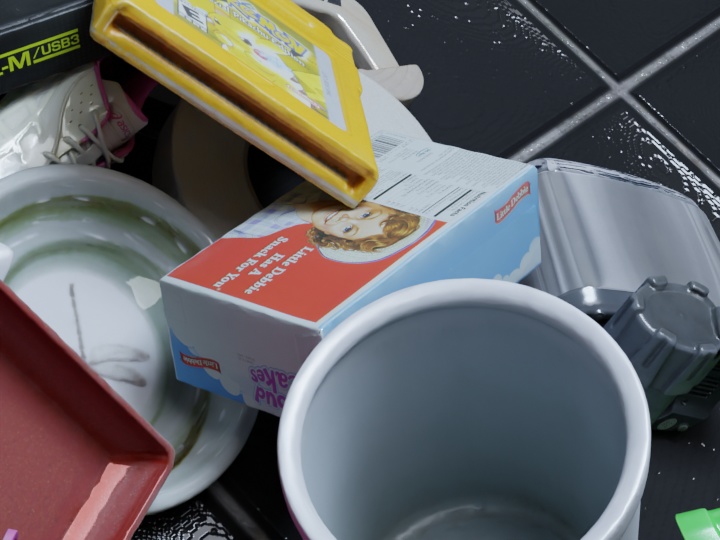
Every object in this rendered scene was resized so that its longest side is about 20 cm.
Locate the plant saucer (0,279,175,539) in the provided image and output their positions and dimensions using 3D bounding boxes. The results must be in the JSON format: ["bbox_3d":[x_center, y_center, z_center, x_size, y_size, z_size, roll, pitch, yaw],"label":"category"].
[{"bbox_3d":[-0.197,0.113,0.765,0.037,0.200,0.201,10,60,41],"label":"plant saucer"}]

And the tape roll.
[{"bbox_3d":[-0.031,-0.047,1.043,0.201,0.037,0.204,15,54,-23],"label":"tape roll"}]

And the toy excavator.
[{"bbox_3d":[-0.056,-0.202,1.146,0.199,0.100,0.196,12,51,-27],"label":"toy excavator"}]

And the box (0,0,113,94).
[{"bbox_3d":[-0.264,-0.162,0.981,0.192,0.048,0.200,-22,45,-25],"label":"box"}]

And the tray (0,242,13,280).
[{"bbox_3d":[-0.260,0.057,0.821,0.107,0.022,0.201,23,77,1],"label":"tray"}]

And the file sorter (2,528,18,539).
[{"bbox_3d":[-0.075,0.206,0.691,0.198,0.126,0.140,15,46,-4],"label":"file sorter"}]

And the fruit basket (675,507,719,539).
[{"bbox_3d":[0.216,0.235,0.913,0.214,0.156,0.217,-7,68,19],"label":"fruit basket"}]

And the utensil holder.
[{"bbox_3d":[0.057,0.132,0.822,0.168,0.201,0.171,-4,52,6],"label":"utensil holder"}]

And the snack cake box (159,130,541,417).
[{"bbox_3d":[0.000,0.000,0.921,0.114,0.068,0.200,17,38,35],"label":"snack cake box"}]

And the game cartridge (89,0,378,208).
[{"bbox_3d":[-0.071,-0.134,0.961,0.176,0.032,0.200,33,23,-21],"label":"game cartridge"}]

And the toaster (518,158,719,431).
[{"bbox_3d":[0.149,0.014,1.043,0.199,0.114,0.130,12,45,-27],"label":"toaster"}]

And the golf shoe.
[{"bbox_3d":[-0.178,-0.072,0.965,0.091,0.075,0.201,2,55,26],"label":"golf shoe"}]

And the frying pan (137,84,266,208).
[{"bbox_3d":[-0.098,-0.105,1.081,0.190,0.031,0.115,42,56,1],"label":"frying pan"}]

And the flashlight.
[{"bbox_3d":[0.128,0.079,0.927,0.068,0.201,0.068,44,50,15],"label":"flashlight"}]

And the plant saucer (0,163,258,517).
[{"bbox_3d":[-0.150,0.042,0.914,0.199,0.050,0.202,15,61,-29],"label":"plant saucer"}]
